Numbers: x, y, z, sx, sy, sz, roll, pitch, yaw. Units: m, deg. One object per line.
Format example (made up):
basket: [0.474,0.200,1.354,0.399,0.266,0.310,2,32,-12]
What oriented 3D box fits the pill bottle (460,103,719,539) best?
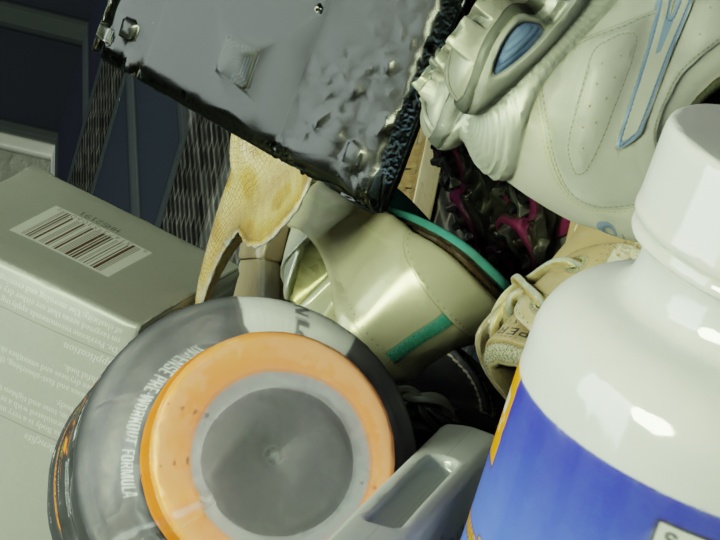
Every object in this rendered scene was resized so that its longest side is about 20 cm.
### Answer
pill bottle: [0.082,0.066,0.635,0.112,0.111,0.201,-110,34,-67]

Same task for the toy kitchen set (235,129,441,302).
toy kitchen set: [-0.036,-0.014,1.109,0.200,0.162,0.181,179,103,-77]

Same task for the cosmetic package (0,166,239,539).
cosmetic package: [-0.128,0.077,1.006,0.090,0.106,0.201,-34,-35,-58]

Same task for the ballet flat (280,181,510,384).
ballet flat: [0.000,0.000,0.956,0.200,0.069,0.070,-133,57,-76]

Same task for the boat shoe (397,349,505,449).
boat shoe: [0.030,0.066,0.909,0.200,0.072,0.063,-107,2,-58]

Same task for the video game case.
video game case: [-0.003,0.156,0.711,0.182,0.024,0.201,-31,-48,-76]

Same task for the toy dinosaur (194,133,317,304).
toy dinosaur: [-0.028,-0.044,0.908,0.200,0.058,0.102,-46,28,46]

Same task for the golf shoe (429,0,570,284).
golf shoe: [0.077,-0.066,0.907,0.073,0.092,0.200,53,156,31]

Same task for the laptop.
laptop: [-0.013,-0.141,0.875,0.103,0.200,0.178,-4,-61,-56]

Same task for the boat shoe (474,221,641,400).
boat shoe: [0.072,0.024,0.821,0.072,0.065,0.201,135,146,-67]

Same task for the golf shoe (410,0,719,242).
golf shoe: [0.105,-0.095,0.786,0.200,0.097,0.078,-52,-1,-15]

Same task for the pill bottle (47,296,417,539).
pill bottle: [-0.041,0.066,0.818,0.200,0.106,0.107,141,140,-76]
